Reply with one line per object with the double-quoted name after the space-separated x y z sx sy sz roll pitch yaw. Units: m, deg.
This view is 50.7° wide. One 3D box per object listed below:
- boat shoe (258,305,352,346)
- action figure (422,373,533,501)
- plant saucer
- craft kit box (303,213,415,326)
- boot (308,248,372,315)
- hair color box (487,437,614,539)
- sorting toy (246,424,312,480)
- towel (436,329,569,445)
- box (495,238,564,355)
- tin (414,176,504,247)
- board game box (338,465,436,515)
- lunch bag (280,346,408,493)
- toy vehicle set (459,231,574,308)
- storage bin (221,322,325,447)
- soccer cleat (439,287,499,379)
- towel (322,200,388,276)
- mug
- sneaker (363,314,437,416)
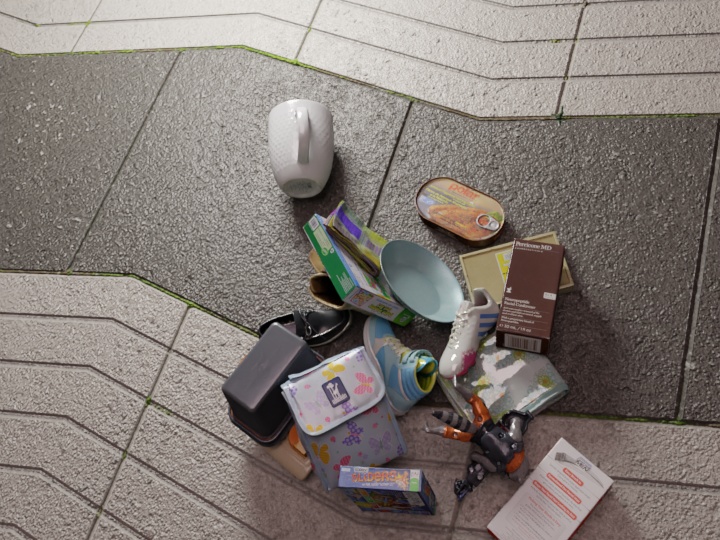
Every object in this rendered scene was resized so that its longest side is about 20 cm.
-0.113 0.112 1.517 0.197 0.062 0.075 -13 59 4 "boat shoe"
0.196 0.303 1.289 0.192 0.105 0.201 32 95 10 "action figure"
0.112 0.028 1.472 0.039 0.199 0.203 -48 53 35 "plant saucer"
0.000 0.000 1.461 0.049 0.196 0.201 -46 50 20 "craft kit box"
-0.060 0.013 1.500 0.200 0.155 0.073 46 107 25 "boot"
0.317 0.396 1.271 0.111 0.064 0.200 39 78 27 "hair color box"
-0.115 0.260 1.435 0.184 0.037 0.201 33 75 23 "sorting toy"
0.254 0.204 1.394 0.199 0.048 0.172 -31 61 -4 "towel"
0.316 0.047 1.407 0.099 0.075 0.202 8 59 15 "box"
0.207 -0.122 1.581 0.199 0.042 0.113 29 77 24 "tin"
0.049 0.369 1.266 0.133 0.201 0.035 0 62 12 "board game box"
-0.032 0.254 1.327 0.168 0.127 0.202 -22 100 -13 "lunch bag"
0.305 0.005 1.497 0.197 0.027 0.126 -14 61 5 "toy vehicle set"
-0.168 0.192 1.388 0.145 0.135 0.201 31 69 23 "storage bin"
0.189 0.110 1.391 0.069 0.087 0.200 -9 29 44 "soccer cleat"
-0.003 -0.066 1.494 0.143 0.200 0.023 43 108 -6 "towel"
-0.127 -0.267 1.641 0.145 0.200 0.178 0 67 -7 "mug"
0.082 0.154 1.410 0.130 0.079 0.202 -38 60 40 "sneaker"
